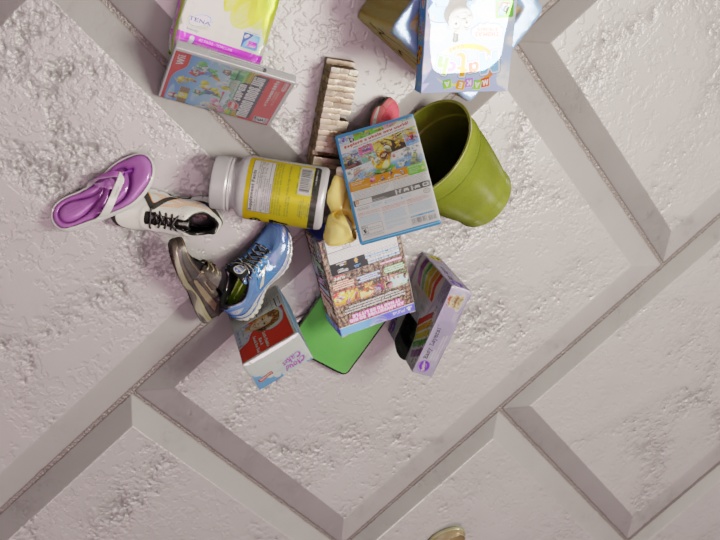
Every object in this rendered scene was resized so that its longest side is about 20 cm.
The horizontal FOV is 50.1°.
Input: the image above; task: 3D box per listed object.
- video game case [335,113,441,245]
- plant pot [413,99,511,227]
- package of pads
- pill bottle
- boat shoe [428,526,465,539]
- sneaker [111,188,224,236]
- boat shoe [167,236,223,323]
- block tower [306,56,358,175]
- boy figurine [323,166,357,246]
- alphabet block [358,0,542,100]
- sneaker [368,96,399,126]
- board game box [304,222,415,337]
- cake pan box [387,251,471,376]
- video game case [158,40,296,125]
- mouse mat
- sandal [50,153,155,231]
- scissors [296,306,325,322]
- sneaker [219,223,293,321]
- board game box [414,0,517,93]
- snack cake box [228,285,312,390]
[{"bbox_3d":[0.046,-0.157,1.324,0.143,0.018,0.201,-15,77,8],"label":"video game case"},{"bbox_3d":[0.178,-0.180,1.435,0.193,0.200,0.201,31,102,-39],"label":"plant pot"},{"bbox_3d":[-0.221,-0.424,1.257,0.154,0.068,0.201,13,108,-23],"label":"package of pads"},{"bbox_3d":[-0.159,-0.141,1.359,0.199,0.114,0.115,9,112,-2],"label":"pill bottle"},{"bbox_3d":[0.180,0.707,1.894,0.200,0.065,0.072,-34,119,0],"label":"boat shoe"},{"bbox_3d":[-0.338,-0.098,1.362,0.199,0.080,0.074,-1,116,-15],"label":"sneaker"},{"bbox_3d":[-0.295,0.009,1.421,0.073,0.075,0.200,-25,137,-11],"label":"boat shoe"},{"bbox_3d":[-0.051,-0.275,1.383,0.054,0.058,0.201,4,111,-19],"label":"block tower"},{"bbox_3d":[-0.019,-0.128,1.383,0.064,0.200,0.125,-2,136,25],"label":"boy figurine"},{"bbox_3d":[0.144,-0.433,1.291,0.195,0.200,0.197,37,99,-27],"label":"alphabet block"},{"bbox_3d":[0.062,-0.219,1.386,0.087,0.201,0.074,-2,160,26],"label":"sneaker"},{"bbox_3d":[0.000,0.000,1.484,0.159,0.097,0.201,-18,112,-14],"label":"board game box"},{"bbox_3d":[0.131,0.087,1.532,0.052,0.184,0.200,17,108,-19],"label":"cake pan box"},{"bbox_3d":[-0.223,-0.307,1.284,0.199,0.143,0.018,12,65,-21],"label":"video game case"},{"bbox_3d":[-0.036,0.107,1.575,0.161,0.008,0.200,31,100,-26],"label":"mouse mat"},{"bbox_3d":[-0.439,-0.129,1.314,0.202,0.050,0.083,-34,82,1],"label":"sandal"},{"bbox_3d":[-0.052,0.077,1.566,0.200,0.014,0.073,-35,121,-1],"label":"scissors"},{"bbox_3d":[-0.195,-0.002,1.421,0.200,0.078,0.089,-63,155,-1],"label":"sneaker"},{"bbox_3d":[0.164,-0.378,1.188,0.151,0.037,0.201,-5,116,-15],"label":"board game box"},{"bbox_3d":[-0.172,0.121,1.442,0.115,0.200,0.067,-29,119,-3],"label":"snack cake box"}]
